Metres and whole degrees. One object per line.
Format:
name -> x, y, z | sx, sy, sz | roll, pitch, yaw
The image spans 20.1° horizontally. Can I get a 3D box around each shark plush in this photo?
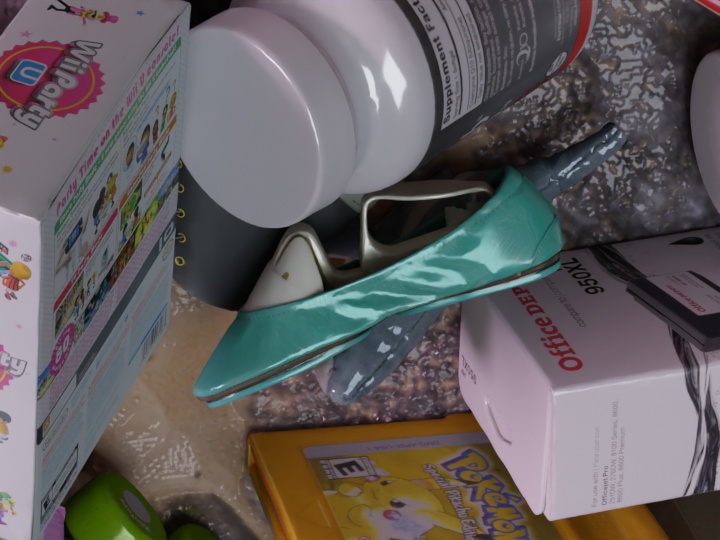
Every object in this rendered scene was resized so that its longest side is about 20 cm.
shark plush -> 0.058, -0.004, 1.067 | 0.199, 0.083, 0.091 | -26, 122, -3

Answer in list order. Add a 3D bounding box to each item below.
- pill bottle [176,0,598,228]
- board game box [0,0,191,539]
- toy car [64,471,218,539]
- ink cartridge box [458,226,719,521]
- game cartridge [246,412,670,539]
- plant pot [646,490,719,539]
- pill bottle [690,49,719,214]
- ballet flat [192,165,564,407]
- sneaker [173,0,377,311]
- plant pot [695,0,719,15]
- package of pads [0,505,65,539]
pill bottle -> 0.010, -0.105, 0.929 | 0.200, 0.116, 0.116 | -35, 130, -39
board game box -> -0.132, -0.004, 0.859 | 0.064, 0.148, 0.200 | 19, 135, 8
toy car -> -0.129, 0.240, 1.056 | 0.164, 0.200, 0.158 | -40, 139, 8
ink cartridge box -> 0.168, 0.049, 1.095 | 0.199, 0.145, 0.085 | -9, 118, -14
game cartridge -> 0.054, 0.133, 1.086 | 0.199, 0.176, 0.033 | -5, 119, -16
plant pot -> 0.225, 0.207, 1.179 | 0.176, 0.200, 0.201 | 16, 111, -18
pill bottle -> 0.285, -0.086, 1.080 | 0.199, 0.114, 0.115 | -11, 120, -12
ballet flat -> 0.000, 0.000, 1.005 | 0.199, 0.067, 0.071 | -23, 100, 1
sneaker -> -0.088, -0.059, 0.995 | 0.106, 0.075, 0.200 | -43, 123, 8
plant pot -> 0.189, -0.218, 0.929 | 0.200, 0.201, 0.183 | 26, 110, -28
package of pads -> -0.232, 0.185, 1.006 | 0.200, 0.121, 0.076 | -25, 141, 34
